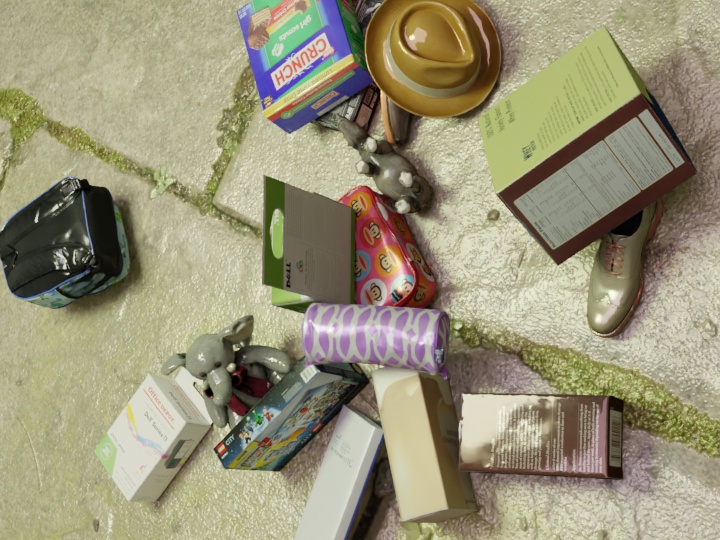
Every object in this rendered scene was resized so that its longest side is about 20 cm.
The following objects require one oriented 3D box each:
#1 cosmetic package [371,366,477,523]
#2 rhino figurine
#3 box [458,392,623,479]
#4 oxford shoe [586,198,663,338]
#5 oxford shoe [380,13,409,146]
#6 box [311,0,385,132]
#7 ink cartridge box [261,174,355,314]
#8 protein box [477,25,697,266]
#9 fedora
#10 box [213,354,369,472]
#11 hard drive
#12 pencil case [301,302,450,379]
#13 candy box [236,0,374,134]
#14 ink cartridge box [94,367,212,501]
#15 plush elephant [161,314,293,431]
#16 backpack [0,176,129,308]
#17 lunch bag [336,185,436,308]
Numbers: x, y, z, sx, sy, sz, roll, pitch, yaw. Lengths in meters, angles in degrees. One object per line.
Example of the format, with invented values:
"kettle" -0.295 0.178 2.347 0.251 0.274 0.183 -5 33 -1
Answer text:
"cosmetic package" 0.084 0.224 1.416 0.070 0.105 0.203 -21 70 23
"rhino figurine" 0.026 -0.156 1.536 0.060 0.087 0.200 -48 69 15
"box" 0.226 0.207 1.352 0.197 0.075 0.102 -2 78 29
"oxford shoe" 0.318 -0.018 1.346 0.070 0.074 0.203 12 85 33
"oxford shoe" 0.072 -0.280 1.563 0.072 0.071 0.203 7 92 13
"box" -0.030 -0.318 1.643 0.156 0.050 0.203 20 89 33
"ink cartridge box" -0.091 -0.030 1.434 0.075 0.199 0.150 -9 74 34
"protein box" 0.270 -0.154 1.322 0.199 0.135 0.200 -35 28 20
"fedora" 0.103 -0.313 1.496 0.197 0.082 0.204 0 85 0
"box" -0.095 0.202 1.509 0.200 0.136 0.038 -46 62 14
"hard drive" -0.030 0.295 1.473 0.203 0.025 0.132 -70 20 -1
"pencil case" 0.022 0.088 1.378 0.197 0.084 0.087 5 115 20
"candy box" -0.083 -0.335 1.604 0.168 0.077 0.202 -28 66 24
"ink cartridge box" -0.312 0.244 1.673 0.117 0.067 0.201 43 102 31
"plush elephant" -0.190 0.151 1.567 0.164 0.154 0.202 -37 63 19
"backpack" -0.490 -0.033 1.799 0.198 0.147 0.185 -25 68 20
"lunch bag" 0.000 0.000 1.537 0.176 0.082 0.202 -39 60 22
